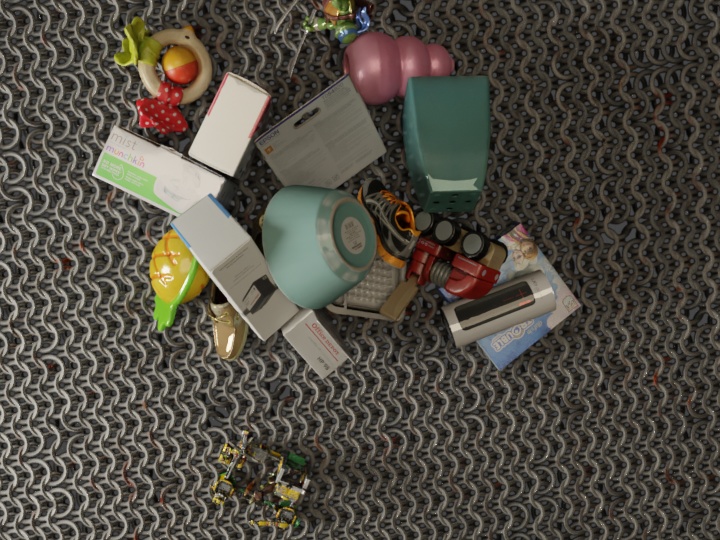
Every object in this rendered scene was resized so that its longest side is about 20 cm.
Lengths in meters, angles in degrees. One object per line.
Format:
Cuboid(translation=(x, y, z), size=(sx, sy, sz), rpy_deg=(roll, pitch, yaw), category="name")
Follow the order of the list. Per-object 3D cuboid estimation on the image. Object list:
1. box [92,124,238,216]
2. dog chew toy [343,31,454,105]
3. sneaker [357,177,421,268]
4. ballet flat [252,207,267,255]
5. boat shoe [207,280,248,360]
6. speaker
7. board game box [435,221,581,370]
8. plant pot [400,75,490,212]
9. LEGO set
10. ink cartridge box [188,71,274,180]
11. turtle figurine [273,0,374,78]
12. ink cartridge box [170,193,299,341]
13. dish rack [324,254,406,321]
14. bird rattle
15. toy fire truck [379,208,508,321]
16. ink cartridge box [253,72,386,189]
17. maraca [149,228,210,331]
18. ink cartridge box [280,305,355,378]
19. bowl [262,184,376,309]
Cuboid(translation=(-0.327, -0.157, 1.177), size=(0.198, 0.176, 0.098), rpy_deg=(26, 92, -6), category="box")
Cuboid(translation=(0.071, -0.362, 1.217), size=(0.197, 0.124, 0.126), rpy_deg=(-5, 94, -10), category="dog chew toy")
Cuboid(translation=(0.056, -0.098, 1.212), size=(0.078, 0.201, 0.077), rpy_deg=(13, 132, -38), category="sneaker")
Cuboid(translation=(-0.175, -0.016, 1.260), size=(0.066, 0.046, 0.203), rpy_deg=(8, 94, -4), category="ballet flat")
Cuboid(translation=(-0.247, 0.065, 1.241), size=(0.073, 0.066, 0.203), rpy_deg=(3, 90, 27), category="boat shoe")
Cuboid(translation=(0.249, 0.069, 1.232), size=(0.198, 0.081, 0.082), rpy_deg=(-20, 95, 0), category="speaker")
Cuboid(translation=(0.279, 0.048, 1.293), size=(0.199, 0.043, 0.200), rpy_deg=(-39, 96, 1), category="board game box")
Cuboid(translation=(0.151, -0.211, 1.185), size=(0.139, 0.142, 0.203), rpy_deg=(-2, 72, -3), category="plant pot")
Cuboid(translation=(-0.179, 0.397, 1.253), size=(0.199, 0.116, 0.155), rpy_deg=(33, 92, -5), category="LEGO set")
Cuboid(translation=(-0.214, -0.239, 1.166), size=(0.082, 0.200, 0.148), rpy_deg=(25, 93, -7), category="ink cartridge box")
Cuboid(translation=(-0.088, -0.476, 1.180), size=(0.198, 0.144, 0.197), rpy_deg=(-16, 76, 24), category="turtle figurine")
Cuboid(translation=(-0.198, -0.003, 1.094), size=(0.083, 0.201, 0.145), rpy_deg=(-39, 51, -11), category="ink cartridge box")
Cuboid(translation=(0.000, 0.000, 1.222), size=(0.198, 0.043, 0.174), rpy_deg=(11, 75, -40), category="dish rack")
Cuboid(translation=(-0.338, -0.348, 1.205), size=(0.162, 0.112, 0.202), rpy_deg=(-28, 99, -17), category="bird rattle")
Cuboid(translation=(0.137, 0.010, 1.210), size=(0.175, 0.128, 0.202), rpy_deg=(29, 99, 38), category="toy fire truck")
Cuboid(translation=(-0.070, -0.226, 1.193), size=(0.199, 0.200, 0.041), rpy_deg=(-35, 52, -1), category="ink cartridge box")
Cuboid(translation=(-0.326, 0.009, 1.216), size=(0.106, 0.137, 0.202), rpy_deg=(18, 103, -30), category="maraca")
Cuboid(translation=(-0.086, 0.105, 1.185), size=(0.066, 0.200, 0.116), rpy_deg=(-38, 115, 0), category="ink cartridge box")
Cuboid(translation=(-0.048, -0.047, 1.067), size=(0.104, 0.200, 0.203), rpy_deg=(-13, 96, 38), category="bowl")
